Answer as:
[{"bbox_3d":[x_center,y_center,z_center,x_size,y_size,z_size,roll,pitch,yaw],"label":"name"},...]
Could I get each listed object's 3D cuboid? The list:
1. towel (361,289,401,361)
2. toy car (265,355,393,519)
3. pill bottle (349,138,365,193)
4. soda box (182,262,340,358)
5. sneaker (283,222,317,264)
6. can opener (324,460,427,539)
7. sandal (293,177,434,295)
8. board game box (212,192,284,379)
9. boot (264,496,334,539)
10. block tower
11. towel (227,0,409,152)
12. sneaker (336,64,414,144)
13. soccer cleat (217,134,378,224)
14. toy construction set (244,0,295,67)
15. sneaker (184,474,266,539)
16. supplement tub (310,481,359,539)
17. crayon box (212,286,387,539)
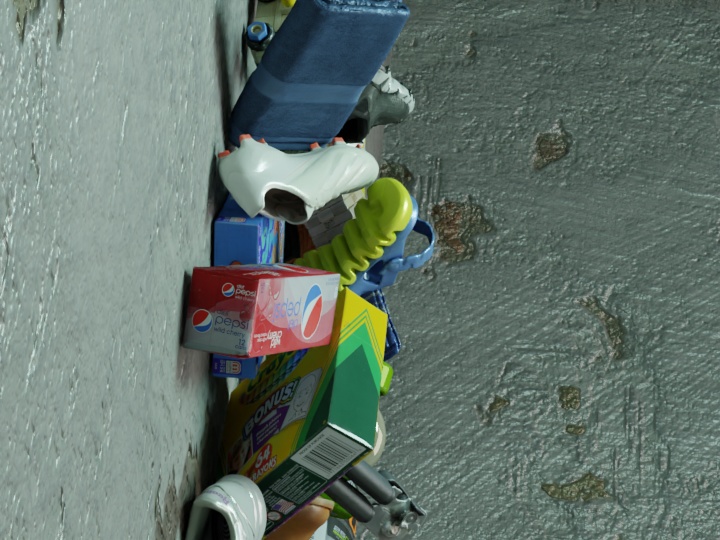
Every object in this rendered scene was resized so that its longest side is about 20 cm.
[{"bbox_3d":[-0.028,0.037,2.024,0.145,0.024,0.201,-37,-125,33],"label":"towel"},{"bbox_3d":[-0.062,0.177,1.918,0.200,0.157,0.165,123,-17,-73],"label":"toy car"},{"bbox_3d":[-0.050,-0.115,1.927,0.113,0.111,0.201,-82,174,-47],"label":"pill bottle"},{"bbox_3d":[-0.082,0.032,1.549,0.200,0.063,0.071,-5,105,-71],"label":"soda box"},{"bbox_3d":[-0.065,-0.013,1.875,0.092,0.075,0.201,149,-81,-80],"label":"sneaker"},{"bbox_3d":[-0.001,0.214,1.783,0.200,0.053,0.067,45,5,-44],"label":"can opener"},{"bbox_3d":[0.000,0.000,1.736,0.200,0.087,0.080,-41,-134,28],"label":"sandal"},{"bbox_3d":[-0.105,-0.007,1.707,0.200,0.045,0.153,-78,171,-68],"label":"board game box"},{"bbox_3d":[-0.093,0.300,1.760,0.200,0.076,0.156,-31,-139,58],"label":"boot"},{"bbox_3d":[-0.038,-0.085,1.798,0.201,0.058,0.054,62,24,-6],"label":"block tower"},{"bbox_3d":[-0.042,-0.183,1.611,0.200,0.111,0.049,-54,-132,44],"label":"towel"},{"bbox_3d":[0.000,-0.167,1.808,0.091,0.066,0.200,-56,167,2],"label":"sneaker"},{"bbox_3d":[-0.051,-0.077,1.639,0.199,0.069,0.078,-1,61,-50],"label":"soccer cleat"},{"bbox_3d":[-0.043,-0.253,1.733,0.201,0.130,0.093,-78,159,-46],"label":"toy construction set"},{"bbox_3d":[-0.130,0.283,1.564,0.100,0.074,0.202,-2,92,-73],"label":"sneaker"},{"bbox_3d":[-0.065,0.293,2.051,0.201,0.121,0.123,-82,174,-50],"label":"supplement tub"},{"bbox_3d":[-0.060,0.140,1.682,0.200,0.058,0.173,-42,-152,36],"label":"crayon box"}]
